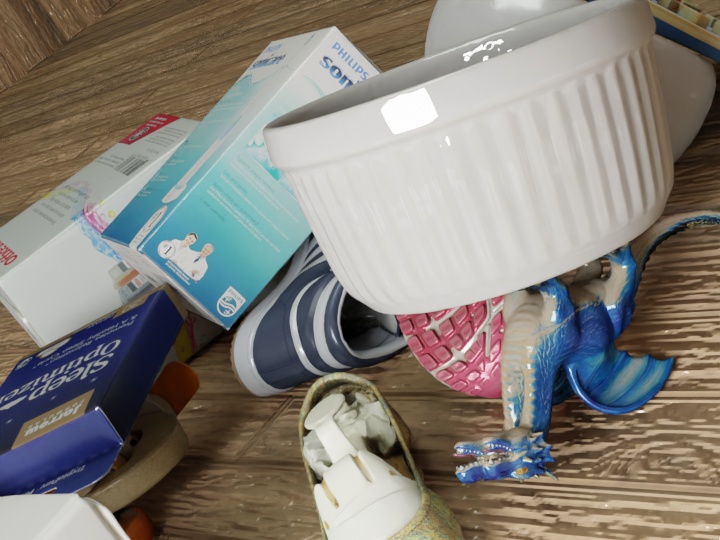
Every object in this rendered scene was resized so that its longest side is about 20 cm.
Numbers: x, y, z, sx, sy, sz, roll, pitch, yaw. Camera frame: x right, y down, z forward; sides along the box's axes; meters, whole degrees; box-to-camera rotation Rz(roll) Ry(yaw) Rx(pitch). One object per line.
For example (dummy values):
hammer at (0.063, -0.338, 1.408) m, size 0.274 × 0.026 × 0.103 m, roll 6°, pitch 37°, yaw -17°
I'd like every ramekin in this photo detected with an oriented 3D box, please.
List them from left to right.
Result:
ramekin at (0.060, -0.056, 0.679) m, size 0.199 × 0.106 × 0.200 m, roll -19°, pitch 10°, yaw 4°

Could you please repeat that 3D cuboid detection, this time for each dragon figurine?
dragon figurine at (0.115, 0.037, 0.680) m, size 0.199 × 0.100 × 0.059 m, roll -24°, pitch 11°, yaw -35°

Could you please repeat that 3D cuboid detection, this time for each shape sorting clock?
shape sorting clock at (0.189, -0.177, 0.882) m, size 0.200 × 0.199 × 0.039 m, roll -116°, pitch 49°, yaw -69°

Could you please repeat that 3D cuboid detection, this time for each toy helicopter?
toy helicopter at (-0.178, 0.121, 0.894) m, size 0.200 × 0.079 × 0.132 m, roll -9°, pitch 30°, yaw 52°

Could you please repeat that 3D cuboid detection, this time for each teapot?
teapot at (0.118, -0.099, 0.858) m, size 0.200 × 0.197 × 0.147 m, roll -5°, pitch -58°, yaw -65°

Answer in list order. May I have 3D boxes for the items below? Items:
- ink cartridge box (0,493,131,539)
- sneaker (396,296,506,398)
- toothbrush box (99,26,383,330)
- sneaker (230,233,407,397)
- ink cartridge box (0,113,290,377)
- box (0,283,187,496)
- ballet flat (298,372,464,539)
ink cartridge box at (-0.156, 0.212, 0.564) m, size 0.084 × 0.145 × 0.200 m, roll -9°, pitch 31°, yaw 47°
sneaker at (0.067, 0.004, 0.814) m, size 0.081 × 0.075 × 0.200 m, roll -36°, pitch 32°, yaw 17°
toothbrush box at (-0.076, -0.067, 0.950) m, size 0.200 × 0.085 × 0.146 m, roll -51°, pitch 19°, yaw -10°
sneaker at (0.000, 0.000, 0.908) m, size 0.108 × 0.070 × 0.200 m, roll -18°, pitch 31°, yaw 41°
ink cartridge box at (-0.181, -0.007, 1.075) m, size 0.200 × 0.145 × 0.145 m, roll -37°, pitch 22°, yaw -13°
box at (-0.180, 0.083, 0.817) m, size 0.121 × 0.032 × 0.200 m, roll -26°, pitch 20°, yaw 16°
ballet flat at (0.002, 0.108, 0.678) m, size 0.071 × 0.071 × 0.200 m, roll -31°, pitch 21°, yaw 3°
